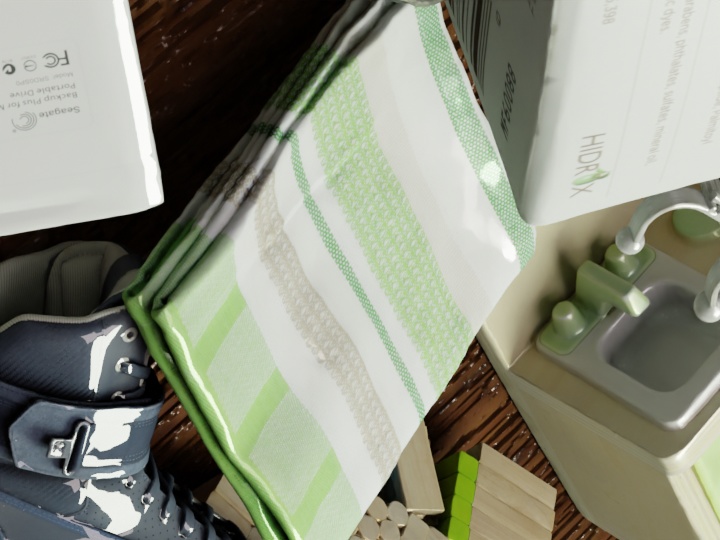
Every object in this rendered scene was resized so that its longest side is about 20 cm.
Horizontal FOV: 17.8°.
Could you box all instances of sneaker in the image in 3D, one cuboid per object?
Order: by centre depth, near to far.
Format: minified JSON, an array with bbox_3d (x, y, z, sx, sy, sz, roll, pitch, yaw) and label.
[{"bbox_3d":[-0.071,0.071,0.832,0.202,0.077,0.146,13,103,-28],"label":"sneaker"}]

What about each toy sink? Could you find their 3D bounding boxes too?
[{"bbox_3d":[0.152,0.041,1.047,0.130,0.112,0.200,-47,139,-15],"label":"toy sink"}]

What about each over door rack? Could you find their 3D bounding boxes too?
[{"bbox_3d":[0.166,-0.049,0.968,0.200,0.148,0.067,14,139,-36],"label":"over door rack"}]

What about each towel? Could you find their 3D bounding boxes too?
[{"bbox_3d":[0.000,0.000,0.852,0.200,0.031,0.149,-57,130,-39],"label":"towel"}]

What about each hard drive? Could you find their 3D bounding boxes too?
[{"bbox_3d":[-0.139,-0.095,0.683,0.132,0.026,0.200,-10,127,-3],"label":"hard drive"}]

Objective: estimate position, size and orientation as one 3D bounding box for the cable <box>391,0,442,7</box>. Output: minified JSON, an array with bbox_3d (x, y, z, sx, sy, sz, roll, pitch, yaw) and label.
[{"bbox_3d":[0.079,-0.171,0.875,0.200,0.050,0.097,-39,138,-39],"label":"cable"}]

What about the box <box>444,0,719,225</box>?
[{"bbox_3d":[0.108,-0.158,0.732,0.171,0.199,0.200,-14,155,-8],"label":"box"}]

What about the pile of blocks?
[{"bbox_3d":[-0.006,0.107,0.980,0.200,0.082,0.062,10,149,-39],"label":"pile of blocks"}]
